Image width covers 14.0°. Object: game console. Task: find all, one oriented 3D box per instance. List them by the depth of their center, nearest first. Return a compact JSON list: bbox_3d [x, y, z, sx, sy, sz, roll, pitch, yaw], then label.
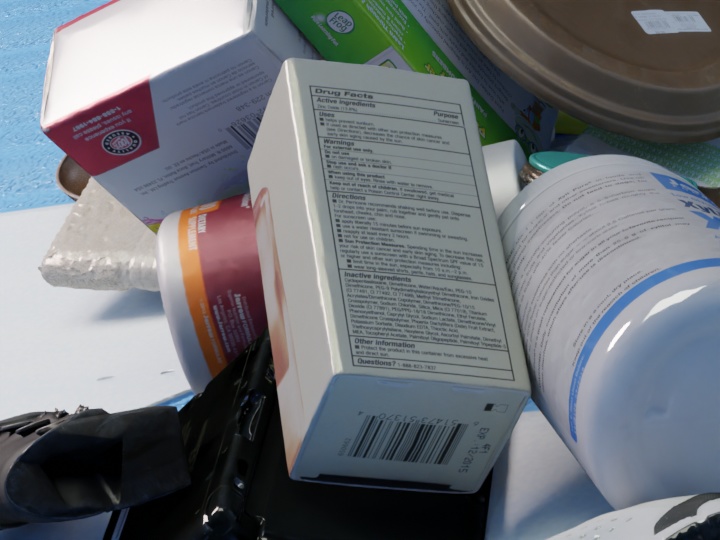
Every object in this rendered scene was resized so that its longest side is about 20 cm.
[{"bbox_3d":[-0.035,0.122,1.458,0.176,0.116,0.200,-43,14,22],"label":"game console"}]

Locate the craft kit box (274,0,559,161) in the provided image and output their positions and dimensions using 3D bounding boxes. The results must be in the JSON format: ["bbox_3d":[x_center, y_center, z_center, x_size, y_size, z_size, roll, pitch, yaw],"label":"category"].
[{"bbox_3d":[0.044,-0.154,1.658,0.048,0.200,0.198,-25,32,30],"label":"craft kit box"}]

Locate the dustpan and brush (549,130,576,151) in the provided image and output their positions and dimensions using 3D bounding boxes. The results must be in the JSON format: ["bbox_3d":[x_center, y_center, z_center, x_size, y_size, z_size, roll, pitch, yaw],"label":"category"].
[{"bbox_3d":[0.087,-0.061,1.722,0.200,0.057,0.140,10,38,32],"label":"dustpan and brush"}]

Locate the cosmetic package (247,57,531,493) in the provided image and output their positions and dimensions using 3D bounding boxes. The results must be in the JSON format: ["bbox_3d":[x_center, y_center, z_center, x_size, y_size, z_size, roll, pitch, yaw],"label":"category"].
[{"bbox_3d":[0.010,0.002,1.427,0.103,0.087,0.200,6,49,-17],"label":"cosmetic package"}]

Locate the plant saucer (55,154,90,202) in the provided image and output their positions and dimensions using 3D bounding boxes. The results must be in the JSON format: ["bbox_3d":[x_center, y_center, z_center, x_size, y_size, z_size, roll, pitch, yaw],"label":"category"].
[{"bbox_3d":[-0.103,-0.080,1.951,0.200,0.032,0.200,-16,23,7],"label":"plant saucer"}]

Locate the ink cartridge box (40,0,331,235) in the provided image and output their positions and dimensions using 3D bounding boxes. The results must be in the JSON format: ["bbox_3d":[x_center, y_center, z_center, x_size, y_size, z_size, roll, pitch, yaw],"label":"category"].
[{"bbox_3d":[-0.061,-0.077,1.644,0.147,0.200,0.086,-23,46,25],"label":"ink cartridge box"}]

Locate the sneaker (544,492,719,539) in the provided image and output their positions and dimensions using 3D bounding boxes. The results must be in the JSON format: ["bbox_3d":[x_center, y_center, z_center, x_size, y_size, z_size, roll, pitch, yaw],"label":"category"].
[{"bbox_3d":[0.092,0.147,1.260,0.200,0.074,0.080,-15,9,-3],"label":"sneaker"}]

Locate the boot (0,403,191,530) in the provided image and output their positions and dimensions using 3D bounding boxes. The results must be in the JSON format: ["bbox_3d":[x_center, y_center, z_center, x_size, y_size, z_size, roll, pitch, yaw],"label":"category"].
[{"bbox_3d":[-0.186,0.114,1.466,0.165,0.066,0.200,-27,9,-21],"label":"boot"}]

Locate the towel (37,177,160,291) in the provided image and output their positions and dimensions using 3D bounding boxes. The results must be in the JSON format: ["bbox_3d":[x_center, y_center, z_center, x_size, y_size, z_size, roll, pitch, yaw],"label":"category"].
[{"bbox_3d":[-0.106,-0.052,1.825,0.132,0.035,0.200,4,42,22],"label":"towel"}]

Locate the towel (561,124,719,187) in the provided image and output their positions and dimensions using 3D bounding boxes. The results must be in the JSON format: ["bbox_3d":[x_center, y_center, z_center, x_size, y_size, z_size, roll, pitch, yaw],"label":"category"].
[{"bbox_3d":[0.205,-0.071,1.628,0.149,0.031,0.200,24,41,22],"label":"towel"}]

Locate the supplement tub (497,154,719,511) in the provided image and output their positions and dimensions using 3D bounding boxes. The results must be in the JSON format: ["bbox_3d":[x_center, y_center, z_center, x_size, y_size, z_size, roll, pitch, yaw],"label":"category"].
[{"bbox_3d":[0.140,0.033,1.381,0.132,0.132,0.200,-21,24,-5],"label":"supplement tub"}]

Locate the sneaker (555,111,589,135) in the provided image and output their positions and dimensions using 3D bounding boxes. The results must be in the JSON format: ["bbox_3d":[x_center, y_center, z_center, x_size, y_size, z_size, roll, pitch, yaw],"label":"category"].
[{"bbox_3d":[0.102,-0.108,1.824,0.076,0.076,0.200,-33,15,-14],"label":"sneaker"}]

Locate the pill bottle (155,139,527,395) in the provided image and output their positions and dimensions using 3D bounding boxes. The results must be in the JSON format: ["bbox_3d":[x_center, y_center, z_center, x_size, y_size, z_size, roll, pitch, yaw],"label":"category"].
[{"bbox_3d":[0.000,0.000,1.583,0.200,0.114,0.114,-15,23,9],"label":"pill bottle"}]

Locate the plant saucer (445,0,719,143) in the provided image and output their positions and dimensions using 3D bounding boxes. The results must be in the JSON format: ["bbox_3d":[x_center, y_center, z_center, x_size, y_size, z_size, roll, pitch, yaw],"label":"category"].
[{"bbox_3d":[0.139,-0.148,1.635,0.200,0.029,0.200,18,39,-15],"label":"plant saucer"}]

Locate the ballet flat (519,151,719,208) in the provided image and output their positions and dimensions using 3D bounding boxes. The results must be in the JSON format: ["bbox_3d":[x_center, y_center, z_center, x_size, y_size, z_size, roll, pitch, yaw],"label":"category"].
[{"bbox_3d":[0.179,-0.019,1.510,0.200,0.075,0.068,3,16,16],"label":"ballet flat"}]
